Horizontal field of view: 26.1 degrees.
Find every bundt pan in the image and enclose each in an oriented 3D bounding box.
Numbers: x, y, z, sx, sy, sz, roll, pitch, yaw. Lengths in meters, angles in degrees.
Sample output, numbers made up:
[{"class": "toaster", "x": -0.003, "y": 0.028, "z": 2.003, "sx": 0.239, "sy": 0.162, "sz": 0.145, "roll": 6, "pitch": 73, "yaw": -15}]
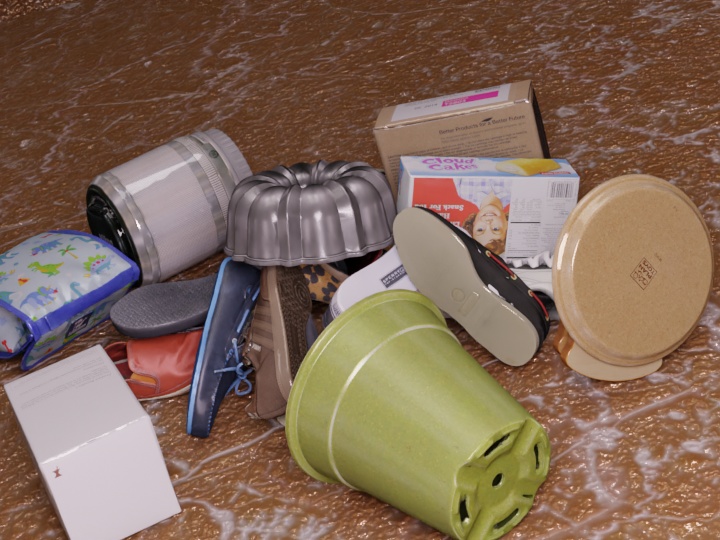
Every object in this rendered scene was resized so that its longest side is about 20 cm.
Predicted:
[{"class": "bundt pan", "x": -0.053, "y": -0.069, "z": 1.669, "sx": 0.199, "sy": 0.077, "sz": 0.202, "roll": -5, "pitch": 17, "yaw": 2}]

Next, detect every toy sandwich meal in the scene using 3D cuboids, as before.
[{"class": "toy sandwich meal", "x": 0.260, "y": 0.006, "z": 1.527, "sx": 0.203, "sy": 0.207, "sz": 0.070, "roll": -25, "pitch": 14, "yaw": -18}]

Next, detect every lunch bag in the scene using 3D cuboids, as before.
[{"class": "lunch bag", "x": -0.389, "y": 0.033, "z": 1.943, "sx": 0.169, "sy": 0.129, "sz": 0.199, "roll": -34, "pitch": 21, "yaw": -34}]

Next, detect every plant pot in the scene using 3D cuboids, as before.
[{"class": "plant pot", "x": 0.066, "y": 0.148, "z": 1.398, "sx": 0.199, "sy": 0.202, "sz": 0.189, "roll": -30, "pitch": 41, "yaw": -27}]

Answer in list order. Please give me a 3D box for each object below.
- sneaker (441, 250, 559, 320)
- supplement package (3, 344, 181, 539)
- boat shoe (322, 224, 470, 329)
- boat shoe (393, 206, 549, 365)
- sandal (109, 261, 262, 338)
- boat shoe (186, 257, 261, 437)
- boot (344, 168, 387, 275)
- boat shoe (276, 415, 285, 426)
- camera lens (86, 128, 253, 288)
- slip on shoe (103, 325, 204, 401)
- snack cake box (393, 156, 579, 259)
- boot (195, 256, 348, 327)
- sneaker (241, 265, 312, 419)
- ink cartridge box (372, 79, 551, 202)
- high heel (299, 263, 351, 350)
[{"class": "sneaker", "x": 0.150, "y": 0.027, "z": 1.699, "sx": 0.197, "sy": 0.076, "sz": 0.081, "roll": -6, "pitch": 36, "yaw": 22}, {"class": "supplement package", "x": -0.276, "y": 0.180, "z": 1.586, "sx": 0.116, "sy": 0.119, "sz": 0.200, "roll": -22, "pitch": 25, "yaw": -14}, {"class": "boat shoe", "x": 0.040, "y": 0.014, "z": 1.666, "sx": 0.199, "sy": 0.072, "sz": 0.068, "roll": -33, "pitch": -7, "yaw": -33}, {"class": "boat shoe", "x": 0.115, "y": 0.010, "z": 1.618, "sx": 0.074, "sy": 0.201, "sz": 0.063, "roll": -46, "pitch": -3, "yaw": 33}, {"class": "sandal", "x": -0.183, "y": 0.043, "z": 1.753, "sx": 0.198, "sy": 0.043, "sz": 0.076, "roll": -14, "pitch": 40, "yaw": -18}, {"class": "boat shoe", "x": -0.140, "y": 0.084, "z": 1.675, "sx": 0.068, "sy": 0.203, "sz": 0.084, "roll": 15, "pitch": -15, "yaw": -7}, {"class": "boot", "x": -0.002, "y": -0.051, "z": 1.950, "sx": 0.202, "sy": 0.074, "sz": 0.153, "roll": -29, "pitch": 33, "yaw": -26}, {"class": "boat shoe", "x": 0.005, "y": 0.112, "z": 1.625, "sx": 0.200, "sy": 0.063, "sz": 0.074, "roll": -32, "pitch": 57, "yaw": -2}, {"class": "camera lens", "x": -0.250, "y": -0.082, "z": 2.048, "sx": 0.199, "sy": 0.162, "sz": 0.159, "roll": -28, "pitch": 27, "yaw": -23}, {"class": "slip on shoe", "x": -0.240, "y": 0.106, "z": 1.755, "sx": 0.198, "sy": 0.061, "sz": 0.075, "roll": -16, "pitch": 57, "yaw": 8}, {"class": "snack cake box", "x": 0.141, "y": -0.063, "z": 1.763, "sx": 0.197, "sy": 0.116, "sz": 0.067, "roll": 0, "pitch": 23, "yaw": -10}, {"class": "boot", "x": -0.132, "y": 0.035, "z": 1.837, "sx": 0.198, "sy": 0.077, "sz": 0.168, "roll": -1, "pitch": 27, "yaw": 40}, {"class": "sneaker", "x": -0.097, "y": 0.064, "z": 1.630, "sx": 0.075, "sy": 0.070, "sz": 0.202, "roll": -27, "pitch": 44, "yaw": 22}, {"class": "ink cartridge box", "x": 0.132, "y": -0.132, "z": 1.914, "sx": 0.197, "sy": 0.167, "sz": 0.075, "roll": -8, "pitch": 26, "yaw": 15}, {"class": "high heel", "x": 0.000, "y": 0.000, "z": 1.751, "sx": 0.198, "sy": 0.144, "sz": 0.071, "roll": -24, "pitch": 25, "yaw": -16}]
